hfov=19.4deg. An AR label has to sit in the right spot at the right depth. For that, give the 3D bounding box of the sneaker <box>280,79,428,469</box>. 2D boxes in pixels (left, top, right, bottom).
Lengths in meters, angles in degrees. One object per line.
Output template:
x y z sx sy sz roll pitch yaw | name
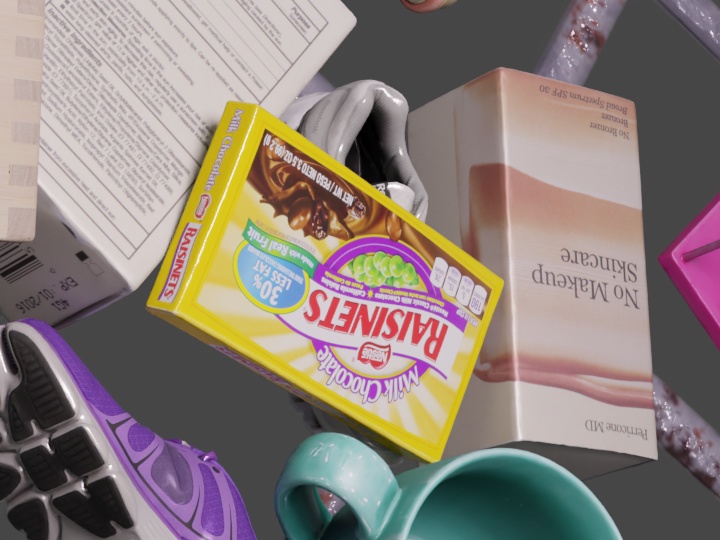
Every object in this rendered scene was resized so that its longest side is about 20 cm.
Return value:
0.000 0.000 1.060 0.075 0.081 0.202 0 77 -37 | sneaker

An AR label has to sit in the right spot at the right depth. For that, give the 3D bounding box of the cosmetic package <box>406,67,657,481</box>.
0.090 0.006 1.116 0.103 0.087 0.202 9 70 -35 | cosmetic package

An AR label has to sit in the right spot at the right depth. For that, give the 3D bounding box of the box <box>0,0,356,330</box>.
-0.118 -0.087 0.984 0.128 0.109 0.200 47 54 -14 | box

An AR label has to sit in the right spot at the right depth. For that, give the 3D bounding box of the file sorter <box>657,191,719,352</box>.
0.305 0.021 1.242 0.139 0.125 0.201 -42 101 -37 | file sorter

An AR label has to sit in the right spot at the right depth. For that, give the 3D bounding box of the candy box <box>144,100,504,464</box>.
-0.011 0.011 0.983 0.200 0.026 0.103 33 75 -44 | candy box

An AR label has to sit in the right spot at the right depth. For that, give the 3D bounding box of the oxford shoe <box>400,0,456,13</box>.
0.052 -0.234 1.178 0.073 0.071 0.201 13 68 -35 | oxford shoe

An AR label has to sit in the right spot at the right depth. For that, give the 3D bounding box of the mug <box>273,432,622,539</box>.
0.038 0.156 1.014 0.151 0.114 0.186 -17 86 -38 | mug

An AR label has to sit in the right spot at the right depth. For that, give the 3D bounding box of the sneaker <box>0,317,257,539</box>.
-0.107 0.099 0.969 0.200 0.080 0.084 55 38 -20 | sneaker

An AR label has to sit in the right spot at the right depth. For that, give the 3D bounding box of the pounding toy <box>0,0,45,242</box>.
-0.257 -0.045 0.802 0.199 0.183 0.143 2 90 -47 | pounding toy
